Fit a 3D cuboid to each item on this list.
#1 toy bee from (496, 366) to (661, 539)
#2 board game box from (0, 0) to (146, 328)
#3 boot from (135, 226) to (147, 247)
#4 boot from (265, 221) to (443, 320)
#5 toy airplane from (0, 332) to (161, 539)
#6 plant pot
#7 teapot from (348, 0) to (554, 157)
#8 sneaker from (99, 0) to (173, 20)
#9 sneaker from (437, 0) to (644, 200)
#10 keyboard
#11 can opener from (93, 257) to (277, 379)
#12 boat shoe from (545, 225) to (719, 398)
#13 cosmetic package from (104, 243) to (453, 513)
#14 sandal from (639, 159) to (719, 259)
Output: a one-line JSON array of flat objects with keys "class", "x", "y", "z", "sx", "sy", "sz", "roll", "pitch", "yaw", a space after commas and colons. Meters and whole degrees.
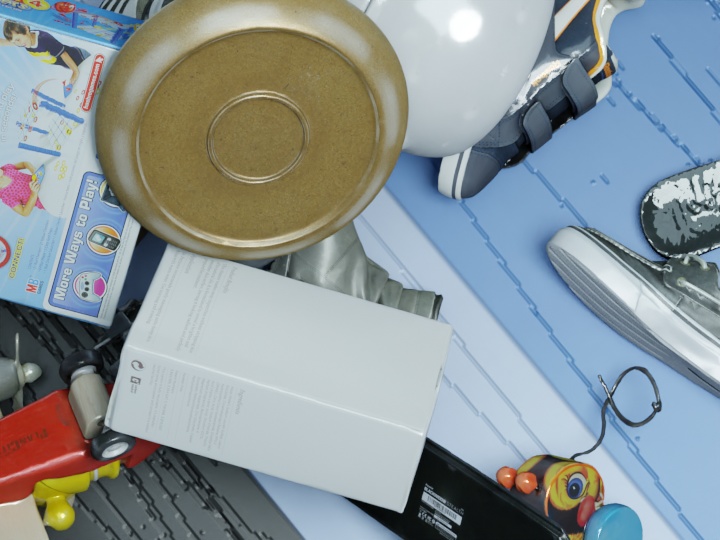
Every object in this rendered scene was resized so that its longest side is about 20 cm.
[{"class": "toy bee", "x": 0.127, "y": 0.166, "z": 1.637, "sx": 0.131, "sy": 0.109, "sz": 0.200, "roll": -20, "pitch": 68, "yaw": 45}, {"class": "board game box", "x": -0.227, "y": -0.082, "z": 1.574, "sx": 0.196, "sy": 0.056, "sz": 0.200, "roll": 16, "pitch": 118, "yaw": -7}, {"class": "boot", "x": -0.161, "y": -0.069, "z": 1.639, "sx": 0.074, "sy": 0.075, "sz": 0.200, "roll": 54, "pitch": 131, "yaw": 21}, {"class": "boot", "x": 0.000, "y": 0.000, "z": 1.693, "sx": 0.131, "sy": 0.068, "sz": 0.200, "roll": 22, "pitch": 92, "yaw": 1}, {"class": "toy airplane", "x": -0.236, "y": 0.141, "z": 1.643, "sx": 0.199, "sy": 0.141, "sz": 0.200, "roll": 17, "pitch": 70, "yaw": 15}, {"class": "plant pot", "x": -0.065, "y": -0.087, "z": 1.535, "sx": 0.200, "sy": 0.027, "sz": 0.200, "roll": -6, "pitch": 122, "yaw": -9}, {"class": "teapot", "x": 0.028, "y": -0.182, "z": 1.621, "sx": 0.146, "sy": 0.200, "sz": 0.197, "roll": 22, "pitch": 123, "yaw": -22}, {"class": "sneaker", "x": -0.138, "y": -0.101, "z": 1.713, "sx": 0.115, "sy": 0.076, "sz": 0.201, "roll": 7, "pitch": 111, "yaw": 44}, {"class": "sneaker", "x": 0.126, "y": -0.129, "z": 1.688, "sx": 0.079, "sy": 0.078, "sz": 0.200, "roll": 27, "pitch": 84, "yaw": 12}, {"class": "keyboard", "x": 0.063, "y": 0.165, "z": 1.634, "sx": 0.200, "sy": 0.040, "sz": 0.104, "roll": 33, "pitch": 122, "yaw": 35}, {"class": "can opener", "x": -0.097, "y": 0.016, "z": 1.659, "sx": 0.200, "sy": 0.053, "sz": 0.067, "roll": -30, "pitch": 95, "yaw": 28}, {"class": "boat shoe", "x": 0.219, "y": 0.024, "z": 1.676, "sx": 0.200, "sy": 0.072, "sz": 0.071, "roll": 37, "pitch": 78, "yaw": -4}, {"class": "cosmetic package", "x": -0.049, "y": 0.068, "z": 1.579, "sx": 0.200, "sy": 0.081, "sz": 0.113, "roll": 18, "pitch": 40, "yaw": 2}, {"class": "sandal", "x": 0.288, "y": -0.064, "z": 1.686, "sx": 0.200, "sy": 0.048, "sz": 0.075, "roll": -27, "pitch": 82, "yaw": 0}]
